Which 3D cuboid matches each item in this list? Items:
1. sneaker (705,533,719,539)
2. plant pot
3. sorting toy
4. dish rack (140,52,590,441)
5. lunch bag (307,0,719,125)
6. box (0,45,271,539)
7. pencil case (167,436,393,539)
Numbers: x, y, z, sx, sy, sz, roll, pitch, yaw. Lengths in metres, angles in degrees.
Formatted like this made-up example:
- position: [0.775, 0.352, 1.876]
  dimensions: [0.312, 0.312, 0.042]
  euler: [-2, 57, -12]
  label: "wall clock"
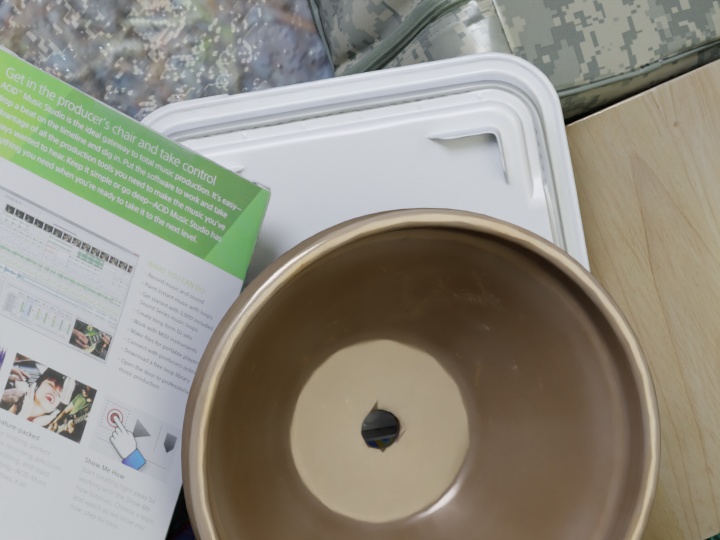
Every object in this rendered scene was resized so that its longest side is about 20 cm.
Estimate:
- position: [0.138, 0.216, 1.354]
  dimensions: [0.091, 0.078, 0.200]
  euler: [30, 96, -11]
  label: "sneaker"
- position: [0.019, 0.072, 1.212]
  dimensions: [0.201, 0.093, 0.201]
  euler: [-1, 94, -12]
  label: "plant pot"
- position: [0.141, 0.021, 1.346]
  dimensions: [0.199, 0.070, 0.200]
  euler: [-23, 91, 0]
  label: "sorting toy"
- position: [0.000, 0.000, 1.277]
  dimensions: [0.200, 0.044, 0.172]
  euler: [-9, 104, 6]
  label: "dish rack"
- position: [0.076, -0.144, 1.380]
  dimensions: [0.200, 0.139, 0.168]
  euler: [-18, 81, -31]
  label: "lunch bag"
- position: [-0.126, 0.028, 1.171]
  dimensions: [0.144, 0.036, 0.200]
  euler: [28, 68, -29]
  label: "box"
- position: [-0.052, 0.146, 1.330]
  dimensions: [0.087, 0.078, 0.200]
  euler: [42, 67, 6]
  label: "pencil case"
